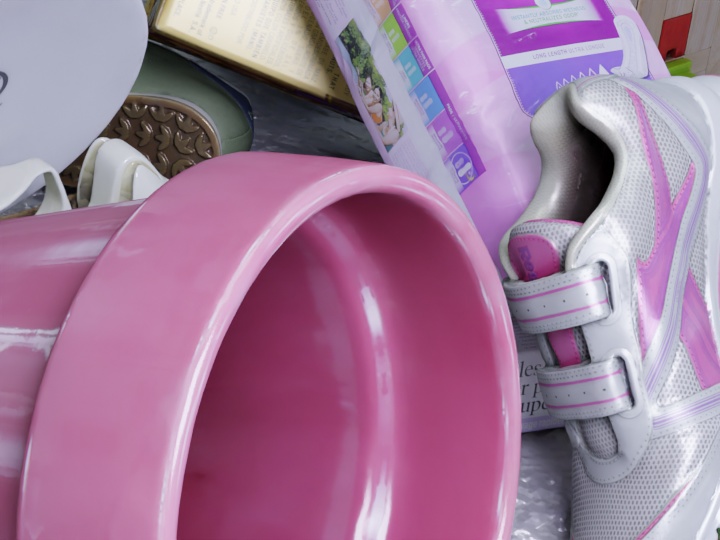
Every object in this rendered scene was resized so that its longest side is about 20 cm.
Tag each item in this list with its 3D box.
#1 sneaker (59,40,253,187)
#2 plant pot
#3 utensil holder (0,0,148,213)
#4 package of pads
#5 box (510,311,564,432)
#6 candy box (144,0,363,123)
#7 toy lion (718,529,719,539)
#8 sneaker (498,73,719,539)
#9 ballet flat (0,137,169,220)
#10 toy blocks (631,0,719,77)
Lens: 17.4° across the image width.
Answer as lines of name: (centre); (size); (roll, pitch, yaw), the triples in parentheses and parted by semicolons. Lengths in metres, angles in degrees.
sneaker: (-0.141, -0.081, 1.103); (0.199, 0.067, 0.090); (16, 20, 16)
plant pot: (-0.073, 0.060, 0.729); (0.178, 0.201, 0.200); (5, 23, 31)
utensil holder: (-0.201, -0.133, 0.943); (0.170, 0.170, 0.200); (-17, 60, -40)
package of pads: (0.060, -0.082, 0.969); (0.120, 0.076, 0.201); (-11, 67, -39)
box: (0.103, 0.035, 0.966); (0.199, 0.039, 0.041); (-6, 29, -26)
candy box: (0.002, -0.097, 1.079); (0.199, 0.057, 0.117); (22, 1, -11)
toy lion: (0.232, 0.093, 0.877); (0.191, 0.069, 0.200); (-4, 29, -9)
sneaker: (0.089, 0.018, 0.855); (0.088, 0.201, 0.081); (13, -20, -31)
ballet flat: (-0.123, -0.014, 0.962); (0.200, 0.073, 0.068); (-15, 36, -38)
toy blocks: (0.143, -0.156, 1.238); (0.100, 0.137, 0.200); (30, 34, 36)
